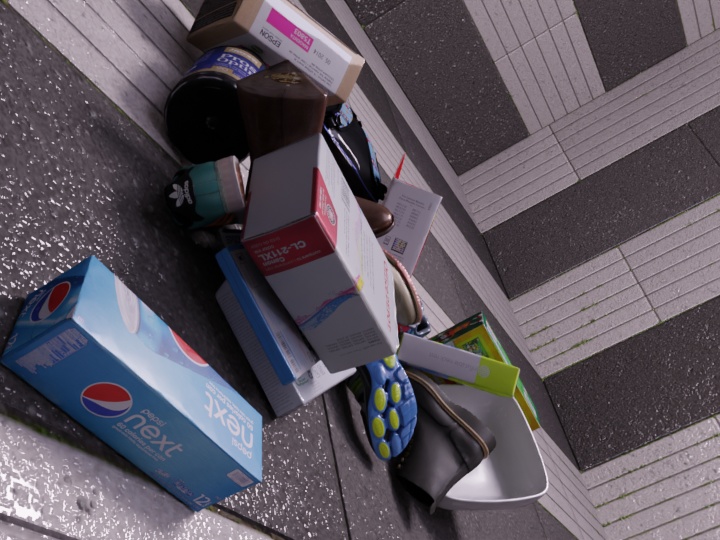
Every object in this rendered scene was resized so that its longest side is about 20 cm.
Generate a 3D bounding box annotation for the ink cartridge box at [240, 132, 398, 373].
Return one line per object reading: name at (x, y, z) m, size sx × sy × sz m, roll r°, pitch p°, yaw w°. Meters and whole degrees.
ink cartridge box at (-0.037, -0.014, 0.793) m, size 0.147 × 0.082 × 0.201 m, roll -92°, pitch 158°, yaw -51°

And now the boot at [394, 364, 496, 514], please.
boot at (0.067, 0.223, 1.041) m, size 0.199 × 0.138 × 0.078 m, roll 30°, pitch -35°, yaw 32°

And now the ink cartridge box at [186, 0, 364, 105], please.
ink cartridge box at (-0.121, -0.309, 1.062) m, size 0.199 × 0.076 × 0.164 m, roll 30°, pitch -12°, yaw -32°

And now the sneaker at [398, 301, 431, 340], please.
sneaker at (0.050, 0.062, 1.204) m, size 0.200 × 0.095 × 0.080 m, roll 42°, pitch 24°, yaw -52°

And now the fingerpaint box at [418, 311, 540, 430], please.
fingerpaint box at (0.177, 0.198, 1.257) m, size 0.201 × 0.166 × 0.073 m, roll 59°, pitch 13°, yaw -10°

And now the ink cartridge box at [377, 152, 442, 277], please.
ink cartridge box at (0.064, -0.064, 1.189) m, size 0.083 × 0.177 × 0.200 m, roll 22°, pitch -11°, yaw 2°

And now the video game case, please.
video game case at (-0.078, 0.033, 0.819) m, size 0.144 × 0.018 × 0.200 m, roll 62°, pitch 15°, yaw 1°

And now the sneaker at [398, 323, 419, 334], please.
sneaker at (0.011, 0.057, 1.068) m, size 0.199 × 0.085 × 0.078 m, roll 32°, pitch 29°, yaw -49°

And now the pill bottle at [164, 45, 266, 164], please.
pill bottle at (-0.164, -0.209, 0.926) m, size 0.112 × 0.111 × 0.201 m, roll 55°, pitch 17°, yaw -24°

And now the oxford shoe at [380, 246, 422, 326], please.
oxford shoe at (0.000, 0.000, 0.975) m, size 0.201 × 0.071 × 0.074 m, roll 50°, pitch 56°, yaw 0°

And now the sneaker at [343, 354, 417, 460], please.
sneaker at (0.016, 0.141, 0.977) m, size 0.083 × 0.070 × 0.202 m, roll -41°, pitch -117°, yaw 62°

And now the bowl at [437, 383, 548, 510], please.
bowl at (0.164, 0.273, 1.134) m, size 0.197 × 0.075 × 0.201 m, roll 5°, pitch 42°, yaw -20°

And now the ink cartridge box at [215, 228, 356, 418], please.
ink cartridge box at (-0.090, 0.050, 0.862) m, size 0.202 × 0.040 × 0.199 m, roll 64°, pitch 15°, yaw 6°

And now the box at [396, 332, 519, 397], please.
box at (0.129, 0.139, 1.130) m, size 0.122 × 0.197 × 0.048 m, roll 70°, pitch 37°, yaw -81°

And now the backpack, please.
backpack at (-0.053, -0.194, 1.225) m, size 0.183 × 0.133 × 0.201 m, roll 53°, pitch 18°, yaw -30°

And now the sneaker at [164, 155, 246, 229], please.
sneaker at (-0.162, -0.081, 0.803) m, size 0.200 × 0.079 × 0.072 m, roll 167°, pitch -88°, yaw -84°

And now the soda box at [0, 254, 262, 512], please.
soda box at (-0.152, 0.087, 0.545) m, size 0.201 × 0.064 × 0.068 m, roll 53°, pitch 17°, yaw -34°

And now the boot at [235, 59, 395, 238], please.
boot at (-0.043, -0.127, 0.832) m, size 0.065 × 0.183 × 0.202 m, roll -91°, pitch -174°, yaw -47°
